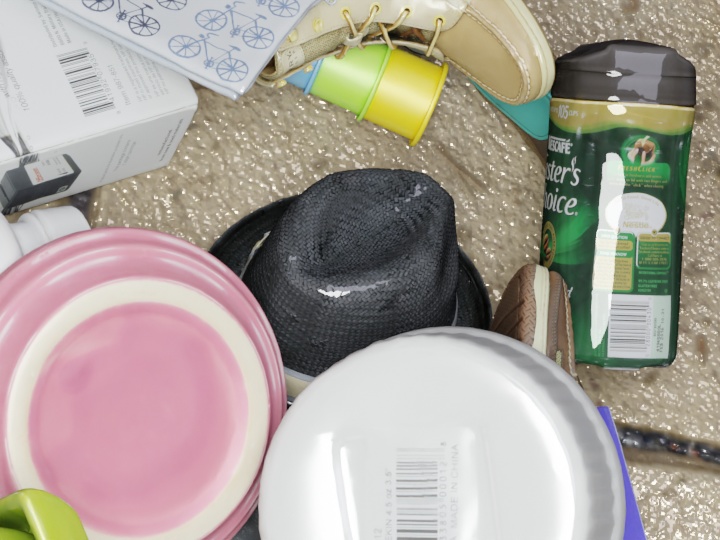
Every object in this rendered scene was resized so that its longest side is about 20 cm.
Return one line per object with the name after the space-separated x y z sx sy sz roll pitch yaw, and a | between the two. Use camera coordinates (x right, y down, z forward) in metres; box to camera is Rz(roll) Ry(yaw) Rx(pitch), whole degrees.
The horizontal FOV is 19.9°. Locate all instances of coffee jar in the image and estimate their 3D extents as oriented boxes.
0.158 -0.043 1.281 0.085 0.104 0.202 3 95 -8 | coffee jar

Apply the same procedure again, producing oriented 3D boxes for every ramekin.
0.040 0.127 1.107 0.199 0.098 0.202 -1 84 12 | ramekin

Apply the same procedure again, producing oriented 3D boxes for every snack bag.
-0.100 -0.201 1.241 0.188 0.021 0.200 27 52 14 | snack bag

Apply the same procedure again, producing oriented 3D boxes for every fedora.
0.000 0.000 1.230 0.199 0.092 0.202 10 47 -11 | fedora

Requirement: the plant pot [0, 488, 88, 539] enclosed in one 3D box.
-0.211 0.219 0.990 0.181 0.199 0.201 -19 84 -33 | plant pot

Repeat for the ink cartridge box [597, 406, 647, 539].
0.095 0.170 1.232 0.198 0.043 0.199 -3 64 -23 | ink cartridge box

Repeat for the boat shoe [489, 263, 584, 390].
0.111 0.098 1.213 0.074 0.075 0.204 13 70 -14 | boat shoe

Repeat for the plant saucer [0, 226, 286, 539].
-0.127 0.078 1.113 0.199 0.051 0.202 -2 95 -25 | plant saucer

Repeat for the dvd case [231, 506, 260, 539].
-0.100 0.144 1.184 0.145 0.022 0.201 -20 72 -28 | dvd case

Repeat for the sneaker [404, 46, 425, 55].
0.015 -0.244 1.390 0.200 0.086 0.078 44 57 5 | sneaker

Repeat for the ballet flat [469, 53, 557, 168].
0.148 -0.090 1.383 0.200 0.068 0.072 51 39 14 | ballet flat

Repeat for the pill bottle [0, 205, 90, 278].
-0.248 0.019 1.139 0.199 0.111 0.112 -12 69 -25 | pill bottle

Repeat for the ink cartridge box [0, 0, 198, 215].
-0.221 -0.114 1.234 0.199 0.084 0.146 -19 72 -28 | ink cartridge box

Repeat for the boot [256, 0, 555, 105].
0.009 -0.150 1.278 0.155 0.073 0.200 -35 72 -32 | boot

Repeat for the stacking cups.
-0.044 -0.146 1.341 0.199 0.061 0.061 23 58 -3 | stacking cups
